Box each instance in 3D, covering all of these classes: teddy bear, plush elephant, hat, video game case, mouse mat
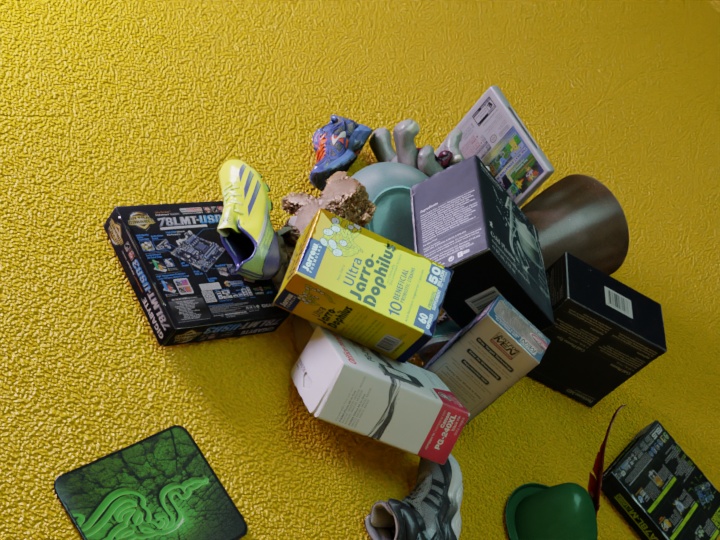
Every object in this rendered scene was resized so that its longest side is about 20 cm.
[{"bbox_3d":[-0.071,-0.052,1.670,0.145,0.067,0.200,20,60,35],"label":"teddy bear"},{"bbox_3d":[0.128,-0.164,1.919,0.154,0.165,0.201,-17,89,-18],"label":"plush elephant"},{"bbox_3d":[0.313,0.326,1.624,0.165,0.176,0.200,-5,59,-43],"label":"hat"},{"bbox_3d":[0.216,-0.177,1.976,0.022,0.200,0.183,-12,64,-42],"label":"video game case"},{"bbox_3d":[-0.236,0.272,1.346,0.200,0.008,0.161,-21,70,-47],"label":"mouse mat"}]

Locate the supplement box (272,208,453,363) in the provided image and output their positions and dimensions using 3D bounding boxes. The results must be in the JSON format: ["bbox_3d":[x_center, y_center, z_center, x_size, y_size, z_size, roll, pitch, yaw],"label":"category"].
[{"bbox_3d":[0.003,0.022,1.555,0.199,0.110,0.109,24,61,-9],"label":"supplement box"}]

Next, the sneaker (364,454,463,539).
[{"bbox_3d":[0.069,0.302,1.521,0.114,0.075,0.201,24,43,-22],"label":"sneaker"}]

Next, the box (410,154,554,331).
[{"bbox_3d":[0.177,-0.022,1.718,0.200,0.124,0.197,45,29,-38],"label":"box"}]

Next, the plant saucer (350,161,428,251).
[{"bbox_3d":[0.057,-0.070,1.793,0.200,0.039,0.202,2,84,-19],"label":"plant saucer"}]

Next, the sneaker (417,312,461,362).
[{"bbox_3d":[0.138,0.088,1.781,0.200,0.071,0.080,-4,57,-52],"label":"sneaker"}]

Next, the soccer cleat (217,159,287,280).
[{"bbox_3d":[-0.163,-0.076,1.602,0.083,0.065,0.201,4,52,-38],"label":"soccer cleat"}]

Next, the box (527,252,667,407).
[{"bbox_3d":[0.345,0.097,1.854,0.200,0.182,0.104,27,41,-19],"label":"box"}]

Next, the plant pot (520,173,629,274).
[{"bbox_3d":[0.317,-0.047,1.983,0.200,0.187,0.187,-21,70,-33],"label":"plant pot"}]

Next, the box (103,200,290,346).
[{"bbox_3d":[-0.217,-0.001,1.571,0.200,0.050,0.199,-7,58,-46],"label":"box"}]

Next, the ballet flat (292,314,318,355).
[{"bbox_3d":[-0.060,0.046,1.652,0.068,0.063,0.201,16,47,-29],"label":"ballet flat"}]

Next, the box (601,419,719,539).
[{"bbox_3d":[0.482,0.357,1.847,0.193,0.048,0.200,52,39,6],"label":"box"}]

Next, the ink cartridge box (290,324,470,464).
[{"bbox_3d":[0.023,0.163,1.555,0.199,0.084,0.145,24,10,-22],"label":"ink cartridge box"}]

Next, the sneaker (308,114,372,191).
[{"bbox_3d":[-0.048,-0.189,1.878,0.078,0.075,0.200,31,32,-1],"label":"sneaker"}]

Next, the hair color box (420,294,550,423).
[{"bbox_3d":[0.164,0.134,1.653,0.100,0.200,0.061,43,39,-1],"label":"hair color box"}]
